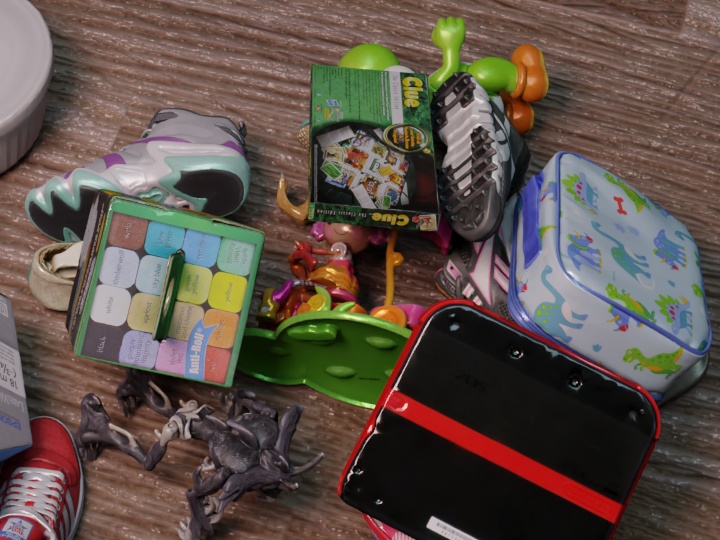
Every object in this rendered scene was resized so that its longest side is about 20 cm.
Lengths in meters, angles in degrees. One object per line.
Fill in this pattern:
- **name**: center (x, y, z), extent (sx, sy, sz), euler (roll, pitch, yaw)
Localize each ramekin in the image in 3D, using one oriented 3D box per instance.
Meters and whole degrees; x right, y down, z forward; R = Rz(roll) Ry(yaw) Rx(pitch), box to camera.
- **ramekin**: center (-0.373, -0.162, 1.356), extent (0.201, 0.094, 0.203), euler (3, 56, -5)

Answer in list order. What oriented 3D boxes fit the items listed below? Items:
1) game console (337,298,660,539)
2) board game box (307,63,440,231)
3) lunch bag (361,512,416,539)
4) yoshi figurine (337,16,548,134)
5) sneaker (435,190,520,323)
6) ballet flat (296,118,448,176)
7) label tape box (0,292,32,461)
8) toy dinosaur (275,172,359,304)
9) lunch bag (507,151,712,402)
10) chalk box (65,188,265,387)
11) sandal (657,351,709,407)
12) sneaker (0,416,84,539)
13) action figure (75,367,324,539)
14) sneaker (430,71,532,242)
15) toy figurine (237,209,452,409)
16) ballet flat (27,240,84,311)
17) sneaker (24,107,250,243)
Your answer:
- **game console**: center (0.106, 0.132, 1.123), extent (0.199, 0.031, 0.177), euler (26, 86, 5)
- **board game box**: center (0.009, -0.105, 1.251), extent (0.104, 0.024, 0.200), euler (3, 40, -3)
- **lunch bag**: center (0.114, 0.173, 1.168), extent (0.200, 0.082, 0.176), euler (-43, 82, -8)
- **yoshi figurine**: center (0.062, -0.173, 1.396), extent (0.199, 0.112, 0.113), euler (-4, 96, -19)
- **sneaker**: center (0.109, 0.019, 1.303), extent (0.086, 0.080, 0.201), euler (-9, 52, -5)
- **ballet flat**: center (0.036, -0.088, 1.339), extent (0.199, 0.070, 0.066), euler (7, 74, -26)
- **label tape box**: center (-0.328, 0.123, 1.155), extent (0.144, 0.063, 0.201), euler (-26, 57, 15)
- **toy dinosaur**: center (-0.023, -0.048, 1.339), extent (0.106, 0.060, 0.201), euler (11, 56, 0)
- **lunch bag**: center (0.195, 0.000, 1.226), extent (0.160, 0.083, 0.200), euler (30, 33, -15)
- **chalk box**: center (-0.150, 0.013, 1.169), extent (0.123, 0.200, 0.125), euler (13, 93, -15)
- **sandal**: center (0.220, 0.101, 1.253), extent (0.199, 0.055, 0.082), euler (-23, 94, -25)
- **sneaker**: center (-0.249, 0.181, 1.130), extent (0.071, 0.113, 0.201), euler (5, 56, -3)
- **action figure**: center (-0.117, 0.141, 1.181), extent (0.199, 0.102, 0.119), euler (20, 53, 26)
- **sneaker**: center (0.110, -0.085, 1.278), extent (0.090, 0.066, 0.200), euler (36, 29, -28)
- **toy figurine**: center (0.000, 0.000, 1.259), extent (0.199, 0.150, 0.185), euler (1, 57, 24)
- **ballet flat**: center (-0.181, -0.004, 1.290), extent (0.199, 0.062, 0.068), euler (-9, 55, -12)
- **sneaker**: center (-0.193, -0.093, 1.351), extent (0.199, 0.078, 0.140), euler (-7, 37, 4)
